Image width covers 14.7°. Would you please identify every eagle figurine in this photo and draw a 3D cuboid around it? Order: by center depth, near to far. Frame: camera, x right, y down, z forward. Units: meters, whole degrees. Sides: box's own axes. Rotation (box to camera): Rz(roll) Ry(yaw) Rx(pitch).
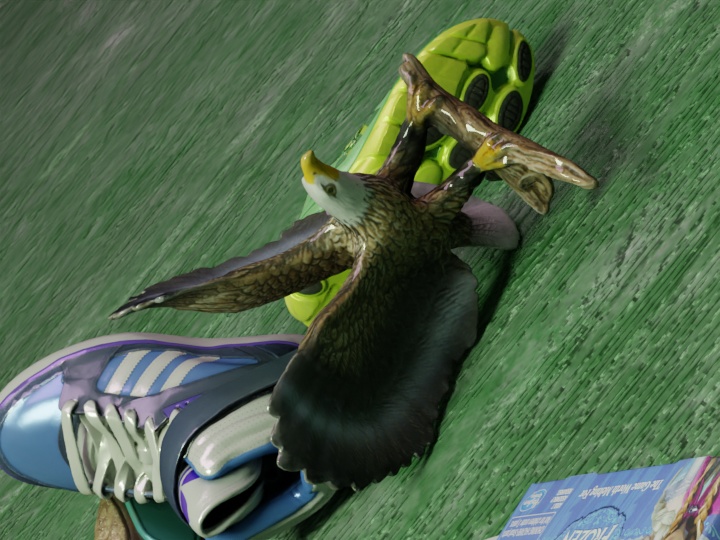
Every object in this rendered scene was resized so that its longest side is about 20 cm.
[{"bbox_3d":[-0.005,-0.004,1.360,0.200,0.151,0.152,-52,18,-5],"label":"eagle figurine"}]

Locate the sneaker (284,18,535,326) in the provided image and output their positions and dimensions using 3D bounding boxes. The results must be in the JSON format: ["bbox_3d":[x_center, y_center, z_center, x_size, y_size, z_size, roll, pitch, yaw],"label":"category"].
[{"bbox_3d":[0.017,-0.060,1.537,0.200,0.074,0.084,-52,23,-3],"label":"sneaker"}]

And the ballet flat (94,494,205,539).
[{"bbox_3d":[-0.100,0.167,1.417,0.200,0.070,0.066,-117,41,-73],"label":"ballet flat"}]

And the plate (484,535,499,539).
[{"bbox_3d":[0.024,0.193,1.118,0.200,0.026,0.200,-44,19,20],"label":"plate"}]

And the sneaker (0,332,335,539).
[{"bbox_3d":[-0.100,0.090,1.400,0.199,0.081,0.147,-8,20,5],"label":"sneaker"}]

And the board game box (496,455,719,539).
[{"bbox_3d":[0.058,0.158,0.960,0.199,0.043,0.200,-57,11,-17],"label":"board game box"}]
